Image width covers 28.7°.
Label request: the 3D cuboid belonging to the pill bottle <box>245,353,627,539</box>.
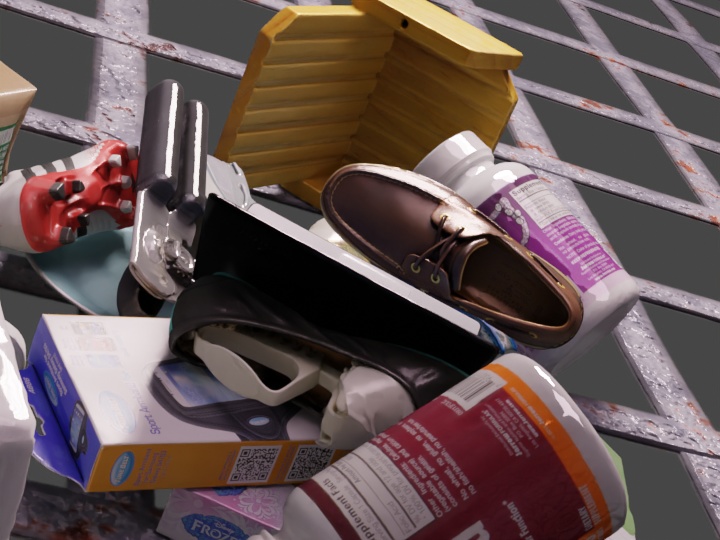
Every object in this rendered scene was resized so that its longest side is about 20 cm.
[{"bbox_3d":[0.031,0.142,0.750,0.200,0.114,0.114,-32,49,-11],"label":"pill bottle"}]

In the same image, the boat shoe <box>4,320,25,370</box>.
[{"bbox_3d":[-0.298,0.023,0.842,0.200,0.071,0.064,14,29,-15],"label":"boat shoe"}]

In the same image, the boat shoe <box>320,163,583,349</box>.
[{"bbox_3d":[0.064,-0.014,0.950,0.200,0.072,0.068,31,0,2],"label":"boat shoe"}]

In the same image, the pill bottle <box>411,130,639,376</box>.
[{"bbox_3d":[0.127,-0.018,1.172,0.200,0.112,0.112,49,33,15],"label":"pill bottle"}]

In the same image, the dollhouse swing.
[{"bbox_3d":[0.006,-0.121,1.207,0.182,0.200,0.176,31,27,13],"label":"dollhouse swing"}]

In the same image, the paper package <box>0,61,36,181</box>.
[{"bbox_3d":[-0.372,-0.120,1.007,0.191,0.104,0.200,36,28,20],"label":"paper package"}]

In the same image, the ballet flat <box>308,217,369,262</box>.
[{"bbox_3d":[-0.007,-0.012,1.114,0.071,0.071,0.200,41,20,30],"label":"ballet flat"}]

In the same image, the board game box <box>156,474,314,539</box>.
[{"bbox_3d":[-0.005,0.137,0.904,0.199,0.041,0.200,24,27,-1],"label":"board game box"}]

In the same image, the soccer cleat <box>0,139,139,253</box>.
[{"bbox_3d":[-0.212,-0.052,1.004,0.085,0.069,0.200,-2,13,15],"label":"soccer cleat"}]

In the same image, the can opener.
[{"bbox_3d":[-0.147,-0.049,0.998,0.053,0.067,0.200,38,33,-35],"label":"can opener"}]

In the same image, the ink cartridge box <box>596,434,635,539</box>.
[{"bbox_3d":[0.121,0.169,0.868,0.104,0.059,0.200,43,27,-24],"label":"ink cartridge box"}]

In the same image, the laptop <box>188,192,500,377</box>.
[{"bbox_3d":[0.000,0.000,0.898,0.187,0.116,0.200,29,31,1],"label":"laptop"}]

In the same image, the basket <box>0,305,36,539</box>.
[{"bbox_3d":[-0.255,0.083,0.632,0.161,0.198,0.200,2,34,-29],"label":"basket"}]

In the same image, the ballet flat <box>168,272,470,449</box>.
[{"bbox_3d":[-0.024,0.067,0.824,0.200,0.068,0.068,21,37,10],"label":"ballet flat"}]

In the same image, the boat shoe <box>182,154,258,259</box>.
[{"bbox_3d":[-0.097,-0.034,1.055,0.071,0.070,0.201,8,28,-23],"label":"boat shoe"}]

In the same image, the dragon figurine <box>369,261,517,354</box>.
[{"bbox_3d":[0.074,0.063,1.038,0.200,0.099,0.059,36,29,22],"label":"dragon figurine"}]

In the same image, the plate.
[{"bbox_3d":[-0.155,0.004,1.044,0.200,0.026,0.200,19,26,-10],"label":"plate"}]

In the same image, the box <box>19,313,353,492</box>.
[{"bbox_3d":[-0.107,0.077,0.843,0.200,0.042,0.119,5,33,-36],"label":"box"}]
